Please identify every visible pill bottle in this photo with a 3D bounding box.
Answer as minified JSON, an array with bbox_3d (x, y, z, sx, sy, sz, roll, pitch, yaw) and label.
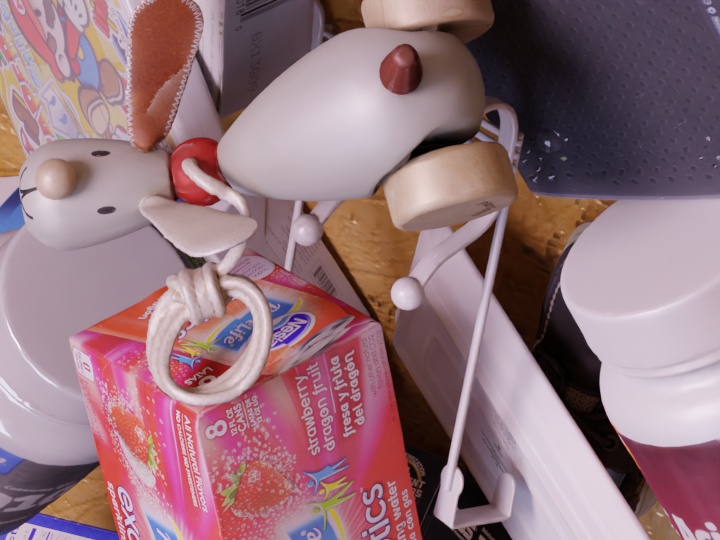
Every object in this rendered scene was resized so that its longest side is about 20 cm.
[{"bbox_3d":[-0.156,0.047,1.364,0.114,0.114,0.200,42,146,-7],"label":"pill bottle"},{"bbox_3d":[0.167,0.061,1.199,0.114,0.114,0.200,-4,129,44],"label":"pill bottle"}]

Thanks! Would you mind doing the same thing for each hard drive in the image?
[{"bbox_3d":[0.121,-0.089,1.127,0.200,0.042,0.135,-2,129,45],"label":"hard drive"}]

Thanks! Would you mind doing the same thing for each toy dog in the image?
[{"bbox_3d":[-0.034,-0.050,1.106,0.132,0.200,0.096,57,-175,17],"label":"toy dog"}]

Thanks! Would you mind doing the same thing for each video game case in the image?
[{"bbox_3d":[-0.132,-0.130,1.229,0.182,0.023,0.200,6,120,62],"label":"video game case"}]

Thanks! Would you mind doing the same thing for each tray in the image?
[{"bbox_3d":[0.066,0.077,1.278,0.200,0.022,0.107,58,159,20],"label":"tray"}]

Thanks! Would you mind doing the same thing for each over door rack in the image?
[{"bbox_3d":[0.000,0.000,1.240,0.148,0.067,0.200,34,133,46],"label":"over door rack"}]

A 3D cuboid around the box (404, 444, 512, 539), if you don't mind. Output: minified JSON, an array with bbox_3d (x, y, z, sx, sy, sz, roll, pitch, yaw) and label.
[{"bbox_3d":[0.006,0.124,1.410,0.161,0.049,0.200,15,162,31],"label":"box"}]

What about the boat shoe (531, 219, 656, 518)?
[{"bbox_3d":[0.103,0.061,1.300,0.072,0.065,0.200,26,144,17],"label":"boat shoe"}]

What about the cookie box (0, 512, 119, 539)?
[{"bbox_3d":[-0.085,0.210,1.593,0.200,0.075,0.171,9,156,36],"label":"cookie box"}]

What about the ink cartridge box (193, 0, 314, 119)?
[{"bbox_3d":[-0.092,-0.167,1.202,0.200,0.050,0.109,50,153,29],"label":"ink cartridge box"}]

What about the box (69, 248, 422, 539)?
[{"bbox_3d":[-0.040,0.106,1.240,0.100,0.095,0.200,28,137,48],"label":"box"}]

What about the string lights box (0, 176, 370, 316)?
[{"bbox_3d":[-0.103,0.006,1.423,0.200,0.059,0.103,-3,130,44],"label":"string lights box"}]
